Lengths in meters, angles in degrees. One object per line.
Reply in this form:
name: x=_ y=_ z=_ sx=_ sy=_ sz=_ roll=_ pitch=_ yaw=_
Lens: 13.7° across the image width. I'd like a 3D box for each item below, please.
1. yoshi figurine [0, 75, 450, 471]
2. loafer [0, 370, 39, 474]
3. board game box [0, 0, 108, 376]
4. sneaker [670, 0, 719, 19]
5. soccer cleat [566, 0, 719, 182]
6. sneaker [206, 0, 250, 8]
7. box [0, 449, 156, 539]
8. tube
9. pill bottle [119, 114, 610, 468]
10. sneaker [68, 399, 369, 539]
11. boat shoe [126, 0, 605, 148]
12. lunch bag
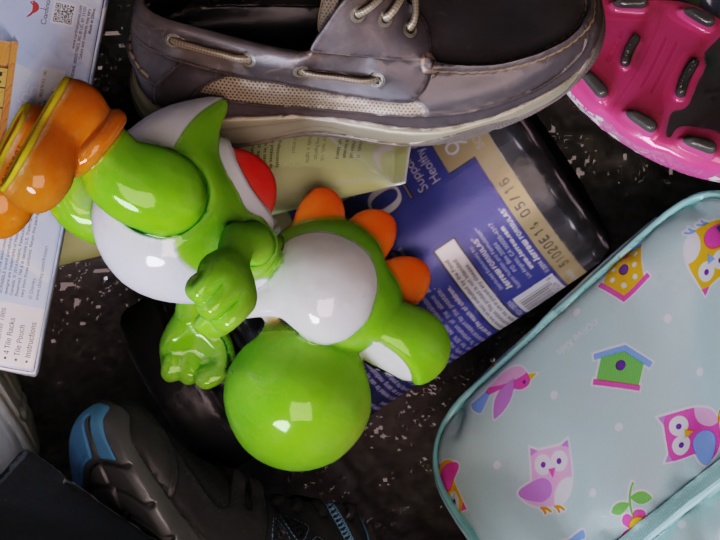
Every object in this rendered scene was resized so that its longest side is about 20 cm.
yoshi figurine: x=-0.061 y=0.013 z=1.201 sx=0.199 sy=0.113 sz=0.112 roll=29 pitch=120 yaw=-15
loafer: x=-0.216 y=0.016 z=1.310 sx=0.070 sy=0.070 sz=0.200 roll=-37 pitch=103 yaw=2
board game box: x=-0.212 y=-0.072 z=1.244 sx=0.198 sy=0.041 sz=0.201 roll=11 pitch=90 yaw=-5
sneaker: x=0.139 y=-0.124 z=1.301 sx=0.090 sy=0.067 sz=0.200 roll=-33 pitch=116 yaw=22
soccer cleat: x=0.173 y=-0.055 z=1.269 sx=0.199 sy=0.086 sz=0.070 roll=19 pitch=75 yaw=3
sneaker: x=-0.005 y=-0.182 z=1.243 sx=0.199 sy=0.067 sz=0.091 roll=-24 pitch=108 yaw=19
box: x=-0.119 y=0.220 z=1.220 sx=0.198 sy=0.123 sz=0.200 roll=34 pitch=119 yaw=4
tube: x=-0.067 y=-0.041 z=1.277 sx=0.199 sy=0.052 sz=0.058 roll=-14 pitch=82 yaw=21
pill bottle: x=0.000 y=0.000 z=1.304 sx=0.200 sy=0.112 sz=0.112 roll=-34 pitch=112 yaw=7
sneaker: x=-0.048 y=0.118 z=1.288 sx=0.082 sy=0.073 sz=0.200 roll=-49 pitch=118 yaw=-19
boat shoe: x=0.000 y=-0.097 z=1.220 sx=0.199 sy=0.075 sz=0.073 roll=-8 pitch=143 yaw=3
lunch bag: x=0.138 y=0.074 z=1.266 sx=0.200 sy=0.161 sz=0.077 roll=-42 pitch=145 yaw=15
